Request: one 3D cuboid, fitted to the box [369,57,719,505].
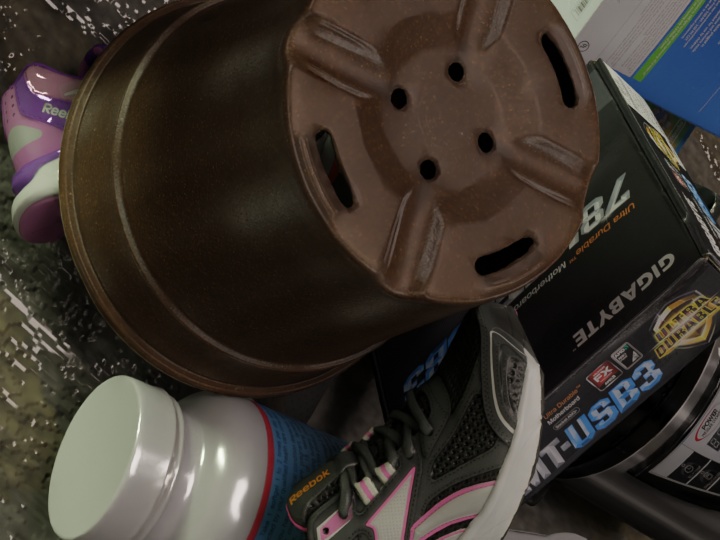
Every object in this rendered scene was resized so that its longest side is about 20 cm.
[{"bbox_3d":[0.091,0.013,0.898,0.050,0.200,0.199,36,22,-26],"label":"box"}]

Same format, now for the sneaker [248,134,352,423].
[{"bbox_3d":[0.000,0.000,0.922,0.077,0.081,0.202,28,82,-62],"label":"sneaker"}]

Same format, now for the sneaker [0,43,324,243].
[{"bbox_3d":[-0.103,-0.080,0.899,0.199,0.080,0.089,-15,73,-41],"label":"sneaker"}]

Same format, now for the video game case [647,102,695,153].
[{"bbox_3d":[0.093,-0.070,1.026,0.199,0.018,0.144,21,110,-33],"label":"video game case"}]

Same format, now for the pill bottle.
[{"bbox_3d":[-0.051,0.126,0.869,0.199,0.108,0.110,27,65,-31],"label":"pill bottle"}]

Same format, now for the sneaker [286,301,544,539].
[{"bbox_3d":[0.013,0.105,0.780,0.086,0.080,0.202,19,103,-17],"label":"sneaker"}]

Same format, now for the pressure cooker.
[{"bbox_3d":[0.166,0.058,1.015,0.199,0.178,0.177,33,47,-28],"label":"pressure cooker"}]

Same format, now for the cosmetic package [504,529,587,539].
[{"bbox_3d":[0.117,0.209,0.924,0.200,0.106,0.091,56,43,-61],"label":"cosmetic package"}]

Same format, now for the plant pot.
[{"bbox_3d":[-0.009,-0.051,0.773,0.199,0.198,0.203,5,80,-28],"label":"plant pot"}]

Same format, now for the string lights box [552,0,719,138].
[{"bbox_3d":[0.204,-0.141,1.001,0.199,0.103,0.059,21,28,-35],"label":"string lights box"}]
